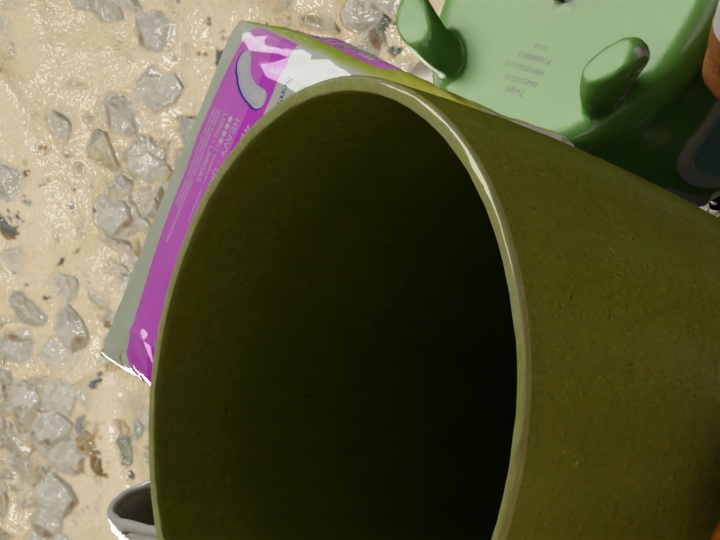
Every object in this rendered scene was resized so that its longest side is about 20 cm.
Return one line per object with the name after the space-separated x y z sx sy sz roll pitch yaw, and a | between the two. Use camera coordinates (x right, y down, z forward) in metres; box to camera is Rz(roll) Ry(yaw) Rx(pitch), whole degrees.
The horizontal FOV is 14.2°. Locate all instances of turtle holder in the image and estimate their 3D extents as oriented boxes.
0.105 -0.073 1.153 0.141 0.132 0.186 -10 57 33 | turtle holder

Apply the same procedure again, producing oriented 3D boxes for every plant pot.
0.069 0.046 0.881 0.187 0.200 0.187 -11 76 54 | plant pot

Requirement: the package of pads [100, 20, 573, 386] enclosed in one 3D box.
0.000 0.000 1.082 0.200 0.068 0.155 30 98 49 | package of pads

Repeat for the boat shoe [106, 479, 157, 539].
-0.028 0.092 1.155 0.200 0.066 0.072 -18 25 50 | boat shoe

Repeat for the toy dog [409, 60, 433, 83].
0.038 0.001 1.251 0.096 0.132 0.200 -9 -72 -49 | toy dog

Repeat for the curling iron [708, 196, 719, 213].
0.110 0.008 1.205 0.200 0.026 0.050 -50 20 -7 | curling iron

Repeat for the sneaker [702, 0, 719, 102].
0.206 -0.097 1.116 0.200 0.073 0.085 -5 -48 -36 | sneaker

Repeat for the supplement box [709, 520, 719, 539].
0.190 0.003 0.804 0.200 0.074 0.126 -55 3 -35 | supplement box

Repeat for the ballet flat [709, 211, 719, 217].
0.159 0.012 1.248 0.074 0.074 0.200 -50 4 39 | ballet flat
